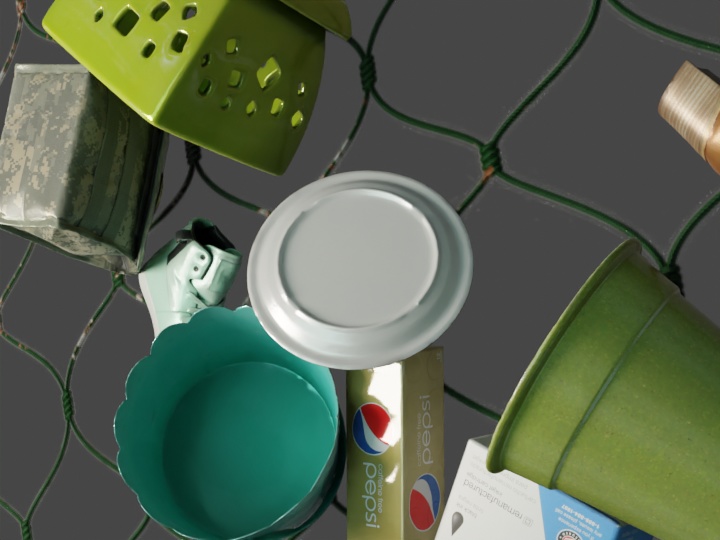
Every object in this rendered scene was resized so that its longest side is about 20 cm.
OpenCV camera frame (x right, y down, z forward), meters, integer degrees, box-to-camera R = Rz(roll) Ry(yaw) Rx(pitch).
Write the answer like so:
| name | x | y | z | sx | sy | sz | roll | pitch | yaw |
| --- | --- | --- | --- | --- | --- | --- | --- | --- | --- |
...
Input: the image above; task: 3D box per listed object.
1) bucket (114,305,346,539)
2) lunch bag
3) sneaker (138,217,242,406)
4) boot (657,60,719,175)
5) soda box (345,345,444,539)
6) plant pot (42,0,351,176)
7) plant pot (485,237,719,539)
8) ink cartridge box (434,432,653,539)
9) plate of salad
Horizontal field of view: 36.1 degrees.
| name | x | y | z | sx | sy | sz | roll | pitch | yaw |
| --- | --- | --- | --- | --- | --- | --- | --- | --- | --- |
| bucket | -0.109 | 0.148 | 0.993 | 0.205 | 0.135 | 0.209 | -1 | 71 | 4 |
| lunch bag | -0.262 | -0.094 | 1.111 | 0.117 | 0.200 | 0.165 | 5 | 79 | 25 |
| sneaker | -0.154 | 0.043 | 1.110 | 0.118 | 0.073 | 0.201 | -44 | 62 | 35 |
| boot | 0.312 | -0.142 | 0.758 | 0.155 | 0.076 | 0.201 | 45 | 118 | 31 |
| soda box | 0.031 | 0.166 | 0.974 | 0.064 | 0.068 | 0.202 | 0 | 89 | 37 |
| plant pot | -0.140 | -0.231 | 1.034 | 0.199 | 0.200 | 0.182 | 41 | 104 | 30 |
| plant pot | 0.220 | 0.112 | 0.775 | 0.189 | 0.200 | 0.201 | 34 | 109 | 20 |
| ink cartridge box | 0.132 | 0.252 | 0.886 | 0.144 | 0.084 | 0.201 | 26 | 105 | 35 |
| plate of salad | 0.000 | 0.000 | 0.969 | 0.198 | 0.048 | 0.201 | -4 | 59 | 6 |
